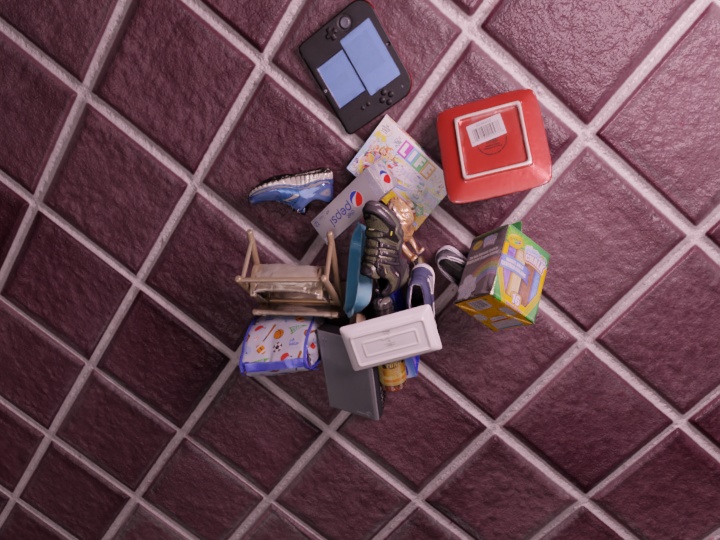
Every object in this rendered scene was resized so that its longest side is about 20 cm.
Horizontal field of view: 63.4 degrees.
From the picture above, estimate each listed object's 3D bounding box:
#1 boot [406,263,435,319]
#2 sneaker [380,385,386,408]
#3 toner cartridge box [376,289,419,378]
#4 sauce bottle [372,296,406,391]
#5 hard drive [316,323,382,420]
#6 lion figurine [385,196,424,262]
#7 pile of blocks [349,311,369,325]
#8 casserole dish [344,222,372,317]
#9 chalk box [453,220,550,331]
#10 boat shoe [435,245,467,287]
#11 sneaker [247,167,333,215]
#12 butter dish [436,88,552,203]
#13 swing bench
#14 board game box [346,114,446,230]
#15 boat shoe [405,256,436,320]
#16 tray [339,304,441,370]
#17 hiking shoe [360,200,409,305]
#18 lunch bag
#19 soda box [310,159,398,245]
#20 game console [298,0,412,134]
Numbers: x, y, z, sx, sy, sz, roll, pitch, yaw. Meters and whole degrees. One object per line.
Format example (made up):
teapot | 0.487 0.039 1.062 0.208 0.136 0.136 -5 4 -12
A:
boot | 0.120 0.095 1.222 0.070 0.091 0.207 2 114 17
sneaker | 0.006 0.272 1.384 0.087 0.068 0.203 3 139 23
toner cartridge box | 0.087 0.129 1.313 0.042 0.095 0.206 -12 109 16
sauce bottle | 0.058 0.157 1.243 0.063 0.066 0.207 -6 112 12
hard drive | -0.022 0.225 1.288 0.135 0.033 0.207 9 119 32
lion figurine | 0.064 -0.061 1.235 0.123 0.072 0.200 48 139 2
pile of blocks | 0.029 0.145 1.324 0.079 0.064 0.203 -10 140 12
casserole dish | 0.000 0.000 1.239 0.037 0.121 0.208 8 72 -12
chalk box | 0.292 -0.002 1.179 0.122 0.205 0.124 31 156 -19
boat shoe | 0.245 0.023 1.256 0.198 0.068 0.072 37 114 -6
sneaker | -0.149 -0.158 1.249 0.192 0.079 0.092 -6 109 12
butter dish | 0.259 -0.215 1.125 0.193 0.148 0.207 -11 70 16
swing bench | -0.142 0.026 1.254 0.191 0.133 0.203 0 144 10
board game box | 0.085 -0.202 1.213 0.198 0.034 0.135 40 113 -7
boat shoe | 0.132 0.070 1.293 0.062 0.074 0.207 -9 110 7
tray | 0.061 0.143 1.183 0.193 0.022 0.111 -16 112 11
hiking shoe | 0.039 -0.034 1.145 0.074 0.101 0.205 7 128 41
lunch bag | -0.170 0.167 1.316 0.163 0.201 0.128 -7 111 12
soda box | -0.014 -0.139 1.206 0.064 0.068 0.199 51 128 -1
game console | -0.007 -0.401 1.153 0.173 0.031 0.203 -29 104 19
